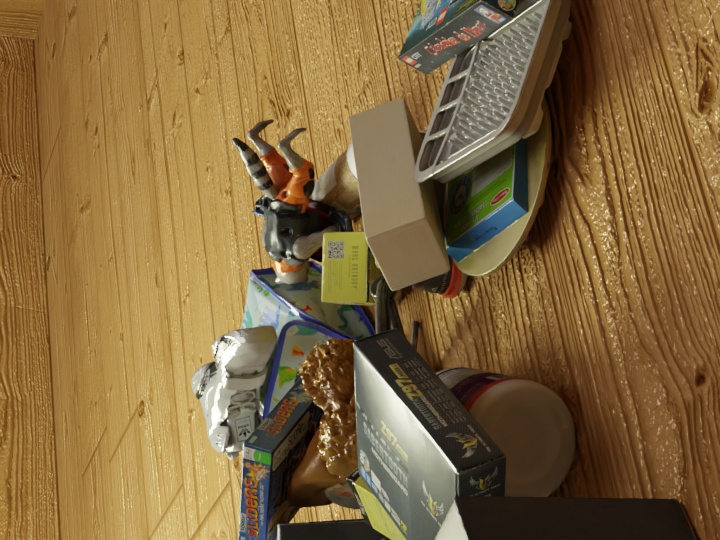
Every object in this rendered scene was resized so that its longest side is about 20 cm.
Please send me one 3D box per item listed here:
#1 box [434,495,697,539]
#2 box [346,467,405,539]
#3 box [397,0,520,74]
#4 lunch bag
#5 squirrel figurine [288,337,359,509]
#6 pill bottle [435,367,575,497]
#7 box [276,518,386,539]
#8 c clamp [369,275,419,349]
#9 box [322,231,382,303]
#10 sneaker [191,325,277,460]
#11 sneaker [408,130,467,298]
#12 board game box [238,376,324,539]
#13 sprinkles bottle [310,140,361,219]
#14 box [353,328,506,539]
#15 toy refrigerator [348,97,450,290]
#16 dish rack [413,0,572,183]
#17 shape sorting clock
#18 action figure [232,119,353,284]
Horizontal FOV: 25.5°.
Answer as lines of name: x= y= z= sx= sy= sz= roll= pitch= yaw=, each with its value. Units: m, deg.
box: x=0.147 y=0.272 z=1.241 sx=0.104 sy=0.199 sz=0.183 roll=-108 pitch=30 yaw=-44
box: x=0.078 y=0.241 z=1.487 sx=0.199 sy=0.050 sz=0.076 roll=24 pitch=146 yaw=43
box: x=0.112 y=-0.283 z=1.561 sx=0.200 sy=0.038 sz=0.137 roll=-21 pitch=45 yaw=67
lunch bag: x=-0.060 y=0.111 z=1.915 sx=0.200 sy=0.127 sz=0.171 roll=39 pitch=126 yaw=38
squirrel figurine: x=0.002 y=0.149 z=1.716 sx=0.200 sy=0.140 sz=0.188 roll=83 pitch=-164 yaw=-57
pill bottle: x=0.107 y=0.149 z=1.480 sx=0.200 sy=0.111 sz=0.112 roll=-176 pitch=89 yaw=-69
box: x=-0.029 y=0.376 z=1.709 sx=0.200 sy=0.122 sz=0.200 roll=94 pitch=174 yaw=-75
c clamp: x=0.035 y=0.079 z=1.628 sx=0.200 sy=0.027 sz=0.172 roll=70 pitch=-163 yaw=-56
box: x=0.000 y=0.000 z=1.717 sx=0.200 sy=0.050 sz=0.076 roll=6 pitch=-95 yaw=-80
sneaker: x=-0.135 y=0.143 z=1.856 sx=0.200 sy=0.075 sz=0.116 roll=-48 pitch=56 yaw=56
sneaker: x=0.059 y=-0.066 z=1.672 sx=0.077 sy=0.081 sz=0.201 roll=121 pitch=146 yaw=-50
board game box: x=-0.079 y=0.208 z=1.778 sx=0.200 sy=0.034 sz=0.136 roll=-47 pitch=-34 yaw=-60
sprinkles bottle: x=-0.010 y=-0.104 z=1.874 sx=0.200 sy=0.068 sz=0.069 roll=140 pitch=130 yaw=-62
box: x=0.057 y=0.169 z=1.391 sx=0.200 sy=0.051 sz=0.159 roll=49 pitch=148 yaw=48
toy refrigerator: x=0.034 y=-0.078 z=1.593 sx=0.201 sy=0.070 sz=0.076 roll=-99 pitch=-14 yaw=-49
dish rack: x=0.128 y=-0.167 z=1.480 sx=0.200 sy=0.043 sz=0.173 roll=-29 pitch=38 yaw=63
shape sorting clock: x=0.133 y=-0.092 z=1.544 sx=0.200 sy=0.039 sz=0.201 roll=-50 pitch=32 yaw=47
action figure: x=-0.100 y=-0.075 z=1.872 sx=0.199 sy=0.104 sz=0.195 roll=10 pitch=115 yaw=52
